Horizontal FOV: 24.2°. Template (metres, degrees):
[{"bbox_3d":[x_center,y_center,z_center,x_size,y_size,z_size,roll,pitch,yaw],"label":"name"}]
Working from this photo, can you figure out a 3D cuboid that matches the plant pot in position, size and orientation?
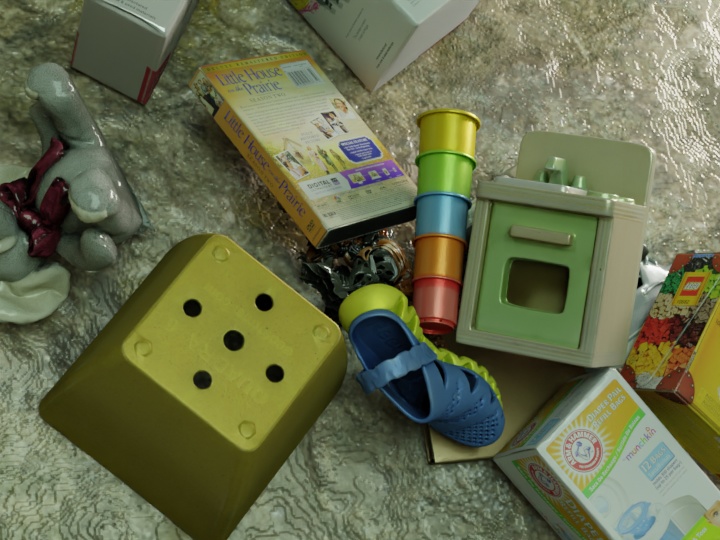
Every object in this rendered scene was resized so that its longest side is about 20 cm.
[{"bbox_3d":[-0.123,0.083,1.407,0.200,0.176,0.200,39,64,-1],"label":"plant pot"}]

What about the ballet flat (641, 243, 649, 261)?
[{"bbox_3d":[0.247,-0.059,1.602,0.066,0.057,0.200,46,29,-28],"label":"ballet flat"}]

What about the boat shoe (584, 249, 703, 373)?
[{"bbox_3d":[0.267,0.022,1.589,0.201,0.070,0.072,-37,98,-36],"label":"boat shoe"}]

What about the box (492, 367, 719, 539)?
[{"bbox_3d":[0.233,0.200,1.500,0.112,0.101,0.200,-41,93,-21],"label":"box"}]

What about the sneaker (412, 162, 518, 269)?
[{"bbox_3d":[0.138,-0.036,1.589,0.200,0.078,0.091,-38,91,-22],"label":"sneaker"}]

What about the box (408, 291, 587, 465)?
[{"bbox_3d":[0.145,0.094,1.570,0.199,0.021,0.164,-3,72,-18],"label":"box"}]

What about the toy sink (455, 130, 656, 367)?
[{"bbox_3d":[0.172,-0.024,1.483,0.130,0.112,0.201,11,93,25],"label":"toy sink"}]

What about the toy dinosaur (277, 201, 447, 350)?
[{"bbox_3d":[0.000,0.000,1.522,0.200,0.102,0.136,29,46,24],"label":"toy dinosaur"}]

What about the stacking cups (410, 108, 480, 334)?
[{"bbox_3d":[0.077,-0.043,1.507,0.060,0.061,0.201,7,70,-14],"label":"stacking cups"}]

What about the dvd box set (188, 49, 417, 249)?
[{"bbox_3d":[-0.047,-0.115,1.530,0.146,0.029,0.200,-19,64,-49],"label":"dvd box set"}]

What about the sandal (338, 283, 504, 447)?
[{"bbox_3d":[0.053,0.101,1.450,0.200,0.079,0.087,39,31,-31],"label":"sandal"}]

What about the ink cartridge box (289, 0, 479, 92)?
[{"bbox_3d":[0.012,-0.308,1.605,0.145,0.145,0.200,-40,86,-25],"label":"ink cartridge box"}]

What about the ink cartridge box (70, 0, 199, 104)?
[{"bbox_3d":[-0.181,-0.276,1.534,0.085,0.146,0.200,27,65,-5],"label":"ink cartridge box"}]

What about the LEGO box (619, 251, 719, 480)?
[{"bbox_3d":[0.348,0.100,1.552,0.200,0.077,0.149,41,67,-28],"label":"LEGO box"}]

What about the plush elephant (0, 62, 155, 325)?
[{"bbox_3d":[-0.274,-0.050,1.430,0.155,0.200,0.165,-26,65,-1],"label":"plush elephant"}]
